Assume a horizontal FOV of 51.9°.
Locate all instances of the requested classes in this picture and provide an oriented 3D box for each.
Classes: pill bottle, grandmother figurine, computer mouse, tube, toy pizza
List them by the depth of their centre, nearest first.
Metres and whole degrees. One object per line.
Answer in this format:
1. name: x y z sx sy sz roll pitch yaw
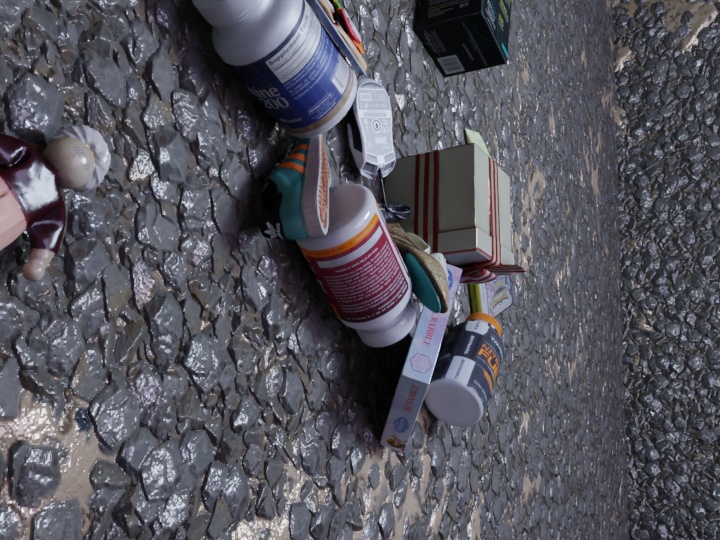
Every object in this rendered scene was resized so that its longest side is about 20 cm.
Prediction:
1. grandmother figurine: -0.263 -0.050 0.550 0.201 0.059 0.123 -52 139 -46
2. pill bottle: -0.094 -0.249 0.816 0.200 0.109 0.113 45 49 -49
3. toy pizza: -0.044 -0.325 0.888 0.202 0.031 0.201 54 9 -12
4. pill bottle: 0.000 0.000 0.952 0.202 0.111 0.114 63 37 -34
5. computer mouse: 0.016 -0.169 1.059 0.108 0.043 0.205 -7 91 -38
6. pill bottle: 0.185 0.160 1.269 0.201 0.104 0.108 -57 134 -47
7. tube: 0.252 -0.184 1.479 0.058 0.051 0.204 141 -66 -77

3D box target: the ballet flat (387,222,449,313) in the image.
1. ballet flat: 0.079 -0.014 1.021 0.064 0.200 0.072 -20 132 -22

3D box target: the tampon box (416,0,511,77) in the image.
1. tampon box: 0.191 -0.485 1.331 0.150 0.124 0.204 39 53 -53

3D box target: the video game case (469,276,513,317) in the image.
1. video game case: 0.264 0.000 1.506 0.199 0.025 0.185 -20 104 -59

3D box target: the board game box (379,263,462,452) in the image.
1. board game box: 0.087 0.127 1.067 0.202 0.040 0.202 100 10 -52

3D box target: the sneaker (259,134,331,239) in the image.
1. sneaker: -0.079 -0.109 0.875 0.202 0.078 0.072 -89 169 -52

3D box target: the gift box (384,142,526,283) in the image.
1. gift box: 0.151 -0.067 1.158 0.199 0.182 0.191 21 66 -51
